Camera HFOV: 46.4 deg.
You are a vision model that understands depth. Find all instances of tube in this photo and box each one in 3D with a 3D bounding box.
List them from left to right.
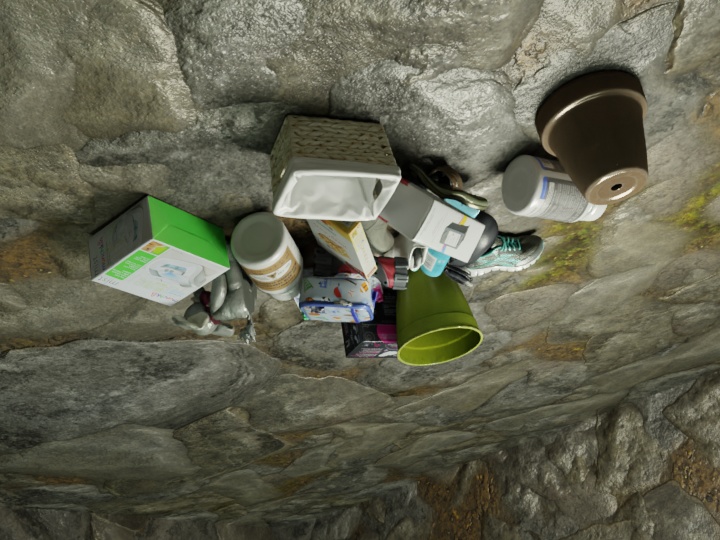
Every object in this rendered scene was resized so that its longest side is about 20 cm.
[{"bbox_3d":[0.177,-0.071,1.744,0.076,0.051,0.202,23,135,1],"label":"tube"}]

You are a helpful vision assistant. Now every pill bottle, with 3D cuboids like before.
[{"bbox_3d":[-0.175,-0.020,1.669,0.112,0.117,0.201,-14,153,6],"label":"pill bottle"},{"bbox_3d":[0.383,-0.155,1.641,0.196,0.116,0.114,6,148,-30],"label":"pill bottle"}]

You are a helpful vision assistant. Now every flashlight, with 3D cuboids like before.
[{"bbox_3d":[0.000,0.000,1.728,0.195,0.069,0.069,3,144,-4],"label":"flashlight"}]

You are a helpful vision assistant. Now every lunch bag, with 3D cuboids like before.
[{"bbox_3d":[-0.042,0.062,1.724,0.156,0.077,0.200,4,170,4],"label":"lunch bag"}]

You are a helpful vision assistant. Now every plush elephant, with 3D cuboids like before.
[{"bbox_3d":[-0.296,0.067,1.715,0.151,0.205,0.165,-12,161,10],"label":"plush elephant"}]

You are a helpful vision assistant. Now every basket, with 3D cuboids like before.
[{"bbox_3d":[-0.050,-0.174,1.422,0.196,0.126,0.136,0,150,-24],"label":"basket"}]

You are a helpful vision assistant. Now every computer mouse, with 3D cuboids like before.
[{"bbox_3d":[0.222,-0.045,1.801,0.137,0.053,0.201,33,134,-5],"label":"computer mouse"}]

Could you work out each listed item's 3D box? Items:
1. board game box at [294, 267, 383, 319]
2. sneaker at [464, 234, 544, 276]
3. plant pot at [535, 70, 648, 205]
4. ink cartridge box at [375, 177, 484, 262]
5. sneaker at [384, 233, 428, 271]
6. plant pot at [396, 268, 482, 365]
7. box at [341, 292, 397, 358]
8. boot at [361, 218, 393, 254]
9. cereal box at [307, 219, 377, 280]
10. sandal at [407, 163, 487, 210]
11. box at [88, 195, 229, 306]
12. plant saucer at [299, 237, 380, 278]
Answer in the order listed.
[{"bbox_3d":[-0.054,0.041,1.851,0.195,0.026,0.201,-14,152,2],"label":"board game box"},{"bbox_3d":[0.313,-0.045,1.869,0.196,0.079,0.092,-15,149,2],"label":"sneaker"},{"bbox_3d":[0.425,-0.217,1.478,0.195,0.178,0.201,-10,154,-5],"label":"plant pot"},{"bbox_3d":[0.117,-0.100,1.544,0.198,0.147,0.087,16,105,-53],"label":"ink cartridge box"},{"bbox_3d":[0.103,-0.031,1.790,0.074,0.090,0.201,-4,152,-17],"label":"sneaker"},{"bbox_3d":[0.162,0.086,1.916,0.195,0.197,0.202,-9,152,-5],"label":"plant pot"},{"bbox_3d":[0.061,0.132,2.031,0.196,0.135,0.115,3,153,-26],"label":"box"},{"bbox_3d":[0.054,-0.106,1.658,0.129,0.069,0.199,-27,149,18],"label":"boot"},{"bbox_3d":[-0.044,-0.072,1.605,0.040,0.143,0.201,-47,155,-13],"label":"cereal box"},{"bbox_3d":[0.167,-0.169,1.592,0.198,0.080,0.058,16,107,-37],"label":"sandal"},{"bbox_3d":[-0.380,-0.033,1.586,0.175,0.098,0.199,-29,149,25],"label":"box"},{"bbox_3d":[-0.044,-0.020,1.810,0.196,0.037,0.202,-10,152,-5],"label":"plant saucer"}]
